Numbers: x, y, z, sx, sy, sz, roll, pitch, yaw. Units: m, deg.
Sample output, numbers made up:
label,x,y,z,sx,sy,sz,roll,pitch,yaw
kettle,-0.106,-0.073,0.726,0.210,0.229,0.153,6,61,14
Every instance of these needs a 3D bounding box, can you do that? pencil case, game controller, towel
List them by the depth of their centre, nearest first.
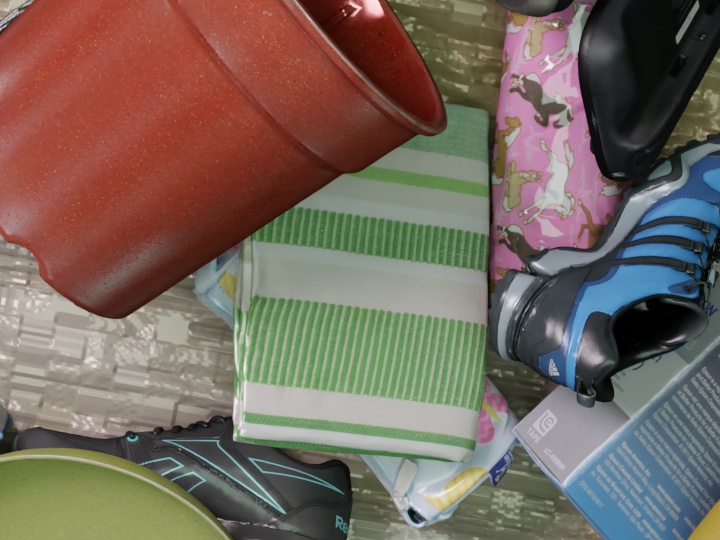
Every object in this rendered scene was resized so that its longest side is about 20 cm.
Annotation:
label,x,y,z,sx,sy,sz,roll,pitch,yaw
game controller,0.166,-0.142,1.354,0.042,0.200,0.105,2,133,34
towel,0.000,0.000,1.358,0.151,0.023,0.202,7,73,-23
pencil case,-0.003,0.050,1.402,0.200,0.083,0.091,48,68,-7
pencil case,0.117,-0.058,1.404,0.086,0.083,0.202,6,95,9

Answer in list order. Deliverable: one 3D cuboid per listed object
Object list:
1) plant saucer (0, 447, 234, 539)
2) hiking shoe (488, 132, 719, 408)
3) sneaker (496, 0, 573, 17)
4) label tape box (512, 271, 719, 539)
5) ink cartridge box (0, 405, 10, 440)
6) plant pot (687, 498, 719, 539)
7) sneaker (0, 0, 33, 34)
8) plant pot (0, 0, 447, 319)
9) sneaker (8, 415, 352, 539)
label,x,y,z,sx,sy,sz,roll,pitch,yaw
plant saucer,-0.148,0.164,1.384,0.198,0.031,0.201,6,131,8
hiking shoe,0.162,0.004,1.334,0.200,0.087,0.075,-36,143,-23
sneaker,0.117,-0.184,1.333,0.113,0.200,0.077,6,111,-6
label tape box,0.202,0.076,1.406,0.200,0.066,0.143,-44,129,-2
ink cartridge box,-0.306,0.110,1.390,0.200,0.068,0.116,-41,98,1
plant pot,0.307,0.143,1.351,0.201,0.201,0.189,45,75,-8
sneaker,-0.133,-0.133,1.371,0.199,0.085,0.078,-34,98,-2
plant pot,-0.093,-0.090,1.261,0.195,0.201,0.201,-38,98,14
sneaker,-0.099,0.120,1.419,0.199,0.075,0.080,19,70,-4
